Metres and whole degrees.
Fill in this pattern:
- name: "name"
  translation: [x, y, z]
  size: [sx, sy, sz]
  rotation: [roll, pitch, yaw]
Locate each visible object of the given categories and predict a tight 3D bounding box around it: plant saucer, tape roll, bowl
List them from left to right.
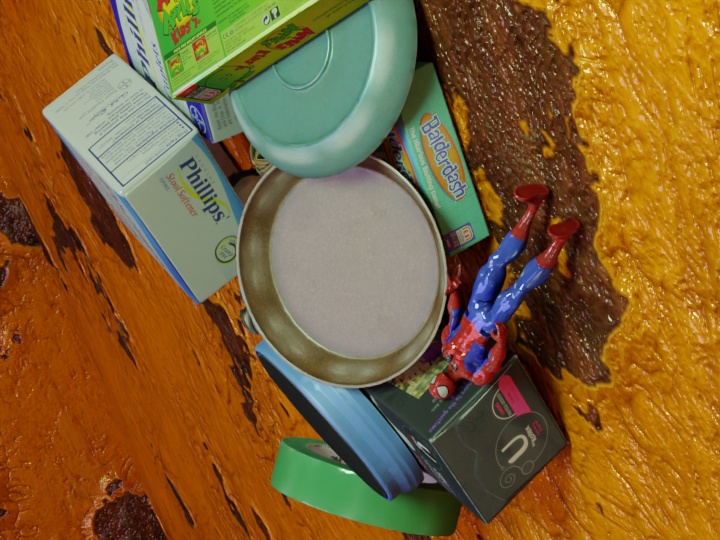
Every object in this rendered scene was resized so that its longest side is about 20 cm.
- name: "plant saucer"
  translation: [-0.041, -0.175, 1.101]
  size: [0.199, 0.027, 0.203]
  rotation: [0, 90, 39]
- name: "bowl"
  translation: [-0.023, 0.130, 1.267]
  size: [0.201, 0.039, 0.201]
  rotation: [47, 170, 10]
- name: "plant saucer"
  translation: [-0.012, -0.005, 1.145]
  size: [0.198, 0.034, 0.203]
  rotation: [7, 105, 28]
- name: "tape roll"
  translation: [0.008, 0.222, 1.436]
  size: [0.200, 0.199, 0.049]
  rotation: [14, 90, 64]

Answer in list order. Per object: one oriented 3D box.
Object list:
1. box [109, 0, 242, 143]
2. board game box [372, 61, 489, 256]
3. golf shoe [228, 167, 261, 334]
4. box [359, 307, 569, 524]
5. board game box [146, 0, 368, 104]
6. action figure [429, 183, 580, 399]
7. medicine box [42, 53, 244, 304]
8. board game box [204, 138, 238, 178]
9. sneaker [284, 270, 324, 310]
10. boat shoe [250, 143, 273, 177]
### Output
- name: "box"
  translation: [-0.167, -0.255, 1.375]
  size: [0.200, 0.104, 0.185]
  rotation: [41, 150, 48]
- name: "board game box"
  translation: [0.022, -0.102, 1.183]
  size: [0.200, 0.045, 0.153]
  rotation: [22, 136, 63]
- name: "golf shoe"
  translation: [-0.100, -0.015, 1.545]
  size: [0.094, 0.077, 0.202]
  rotation: [28, 134, 57]
- name: "box"
  translation: [0.068, 0.107, 1.213]
  size: [0.200, 0.106, 0.123]
  rotation: [35, 164, 52]
- name: "board game box"
  translation: [-0.080, -0.221, 1.086]
  size: [0.199, 0.047, 0.103]
  rotation: [-26, 73, 36]
- name: "action figure"
  translation: [0.097, 0.028, 1.054]
  size: [0.065, 0.051, 0.201]
  rotation: [47, 134, 26]
- name: "medicine box"
  translation: [-0.213, -0.096, 1.446]
  size: [0.200, 0.103, 0.183]
  rotation: [43, 168, 43]
- name: "board game box"
  translation: [-0.215, -0.126, 1.723]
  size: [0.201, 0.064, 0.148]
  rotation: [55, 160, 25]
- name: "sneaker"
  translation: [0.000, 0.000, 1.279]
  size: [0.071, 0.075, 0.200]
  rotation: [59, -160, 1]
- name: "boat shoe"
  translation: [-0.068, -0.107, 1.239]
  size: [0.072, 0.068, 0.202]
  rotation: [37, 148, 55]
